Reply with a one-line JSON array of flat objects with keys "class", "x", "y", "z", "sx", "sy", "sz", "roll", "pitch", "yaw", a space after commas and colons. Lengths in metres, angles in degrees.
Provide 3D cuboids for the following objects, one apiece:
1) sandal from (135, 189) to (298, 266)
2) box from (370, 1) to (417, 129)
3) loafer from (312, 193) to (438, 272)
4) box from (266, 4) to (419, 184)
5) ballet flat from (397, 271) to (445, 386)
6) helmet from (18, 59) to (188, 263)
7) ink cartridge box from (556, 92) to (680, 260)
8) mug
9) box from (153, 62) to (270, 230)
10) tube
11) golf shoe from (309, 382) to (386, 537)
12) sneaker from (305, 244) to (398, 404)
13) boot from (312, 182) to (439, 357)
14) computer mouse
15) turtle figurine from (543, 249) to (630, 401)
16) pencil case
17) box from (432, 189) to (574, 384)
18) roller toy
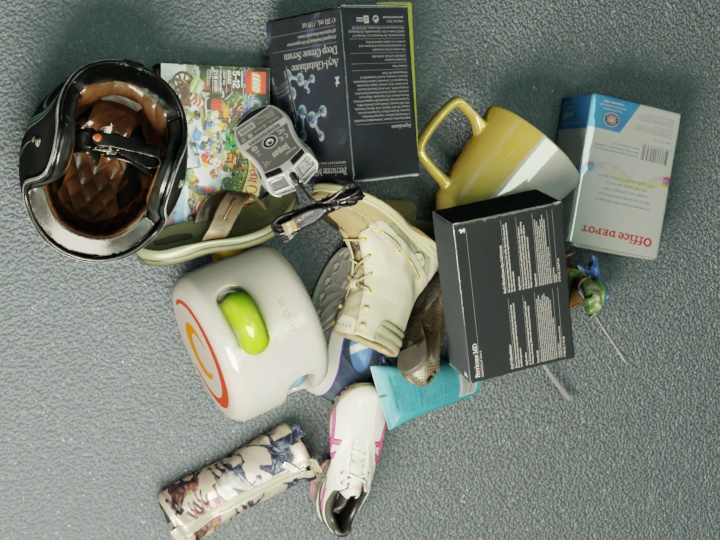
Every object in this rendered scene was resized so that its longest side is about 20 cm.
[{"class": "sandal", "x": -0.164, "y": -0.059, "z": 1.521, "sx": 0.200, "sy": 0.080, "sz": 0.058, "roll": -18, "pitch": 118, "yaw": -16}, {"class": "box", "x": 0.033, "y": -0.228, "z": 1.644, "sx": 0.050, "sy": 0.075, "sz": 0.201, "roll": -4, "pitch": 96, "yaw": -22}, {"class": "loafer", "x": 0.027, "y": -0.064, "z": 1.657, "sx": 0.199, "sy": 0.076, "sz": 0.068, "roll": 29, "pitch": 80, "yaw": -30}, {"class": "box", "x": -0.022, "y": -0.205, "z": 1.570, "sx": 0.107, "sy": 0.148, "sz": 0.201, "roll": -10, "pitch": 97, "yaw": -38}, {"class": "ballet flat", "x": 0.082, "y": 0.073, "z": 1.642, "sx": 0.067, "sy": 0.200, "sz": 0.046, "roll": -28, "pitch": 119, "yaw": 25}, {"class": "helmet", "x": -0.284, "y": -0.116, "z": 1.458, "sx": 0.199, "sy": 0.191, "sz": 0.201, "roll": 13, "pitch": 57, "yaw": -20}, {"class": "ink cartridge box", "x": 0.333, "y": -0.122, "z": 1.770, "sx": 0.144, "sy": 0.085, "sz": 0.201, "roll": 10, "pitch": 89, "yaw": -22}, {"class": "mug", "x": 0.161, "y": -0.114, "z": 1.685, "sx": 0.186, "sy": 0.149, "sz": 0.153, "roll": 40, "pitch": 87, "yaw": 13}, {"class": "box", "x": -0.178, "y": -0.143, "z": 1.580, "sx": 0.136, "sy": 0.038, "sz": 0.201, "roll": -1, "pitch": 94, "yaw": -22}, {"class": "tube", "x": 0.082, "y": 0.146, "z": 1.649, "sx": 0.200, "sy": 0.050, "sz": 0.078, "roll": -5, "pitch": 70, "yaw": -55}, {"class": "golf shoe", "x": -0.005, "y": 0.230, "z": 1.611, "sx": 0.072, "sy": 0.092, "sz": 0.201, "roll": 3, "pitch": 119, "yaw": -20}, {"class": "sneaker", "x": 0.011, "y": 0.080, "z": 1.663, "sx": 0.146, "sy": 0.080, "sz": 0.201, "roll": 24, "pitch": 75, "yaw": -36}, {"class": "boot", "x": 0.000, "y": 0.000, "z": 1.560, "sx": 0.200, "sy": 0.072, "sz": 0.155, "roll": 33, "pitch": 75, "yaw": -34}, {"class": "computer mouse", "x": -0.081, "y": -0.117, "z": 1.521, "sx": 0.109, "sy": 0.200, "sz": 0.044, "roll": -33, "pitch": 141, "yaw": 1}, {"class": "turtle figurine", "x": 0.243, "y": 0.063, "z": 1.715, "sx": 0.193, "sy": 0.144, "sz": 0.201, "roll": 10, "pitch": 86, "yaw": -19}, {"class": "pencil case", "x": -0.148, "y": 0.259, "z": 1.594, "sx": 0.199, "sy": 0.089, "sz": 0.078, "roll": -27, "pitch": 104, "yaw": -18}, {"class": "box", "x": 0.172, "y": 0.018, "z": 1.590, "sx": 0.140, "sy": 0.079, "sz": 0.201, "roll": -13, "pitch": 108, "yaw": -16}, {"class": "roller toy", "x": -0.124, "y": 0.068, "z": 1.542, "sx": 0.139, "sy": 0.200, "sz": 0.183, "roll": -24, "pitch": 124, "yaw": -19}]
